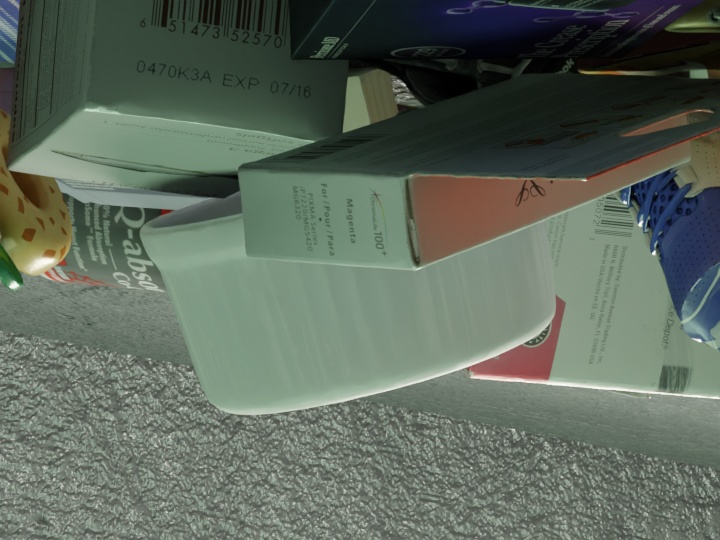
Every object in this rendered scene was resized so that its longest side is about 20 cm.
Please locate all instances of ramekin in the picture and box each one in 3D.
[{"bbox_3d":[0.000,0.000,1.242,0.199,0.098,0.200,-14,-174,2],"label":"ramekin"}]

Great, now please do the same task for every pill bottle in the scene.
[{"bbox_3d":[-0.114,-0.043,1.658,0.199,0.117,0.116,5,172,21],"label":"pill bottle"}]

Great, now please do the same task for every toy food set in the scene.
[{"bbox_3d":[-0.206,-0.083,1.257,0.048,0.201,0.198,-21,-178,5],"label":"toy food set"}]

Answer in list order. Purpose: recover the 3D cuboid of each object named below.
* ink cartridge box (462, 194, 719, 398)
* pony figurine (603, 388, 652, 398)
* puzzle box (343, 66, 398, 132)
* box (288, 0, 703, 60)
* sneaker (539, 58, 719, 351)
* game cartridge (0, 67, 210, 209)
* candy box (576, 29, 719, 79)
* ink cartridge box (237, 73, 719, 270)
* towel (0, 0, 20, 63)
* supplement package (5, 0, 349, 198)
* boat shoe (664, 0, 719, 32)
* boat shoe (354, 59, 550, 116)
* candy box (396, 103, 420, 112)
[{"bbox_3d":[0.155,-0.014,1.365,0.199,0.147,0.083,5,-161,-14],"label":"ink cartridge box"},{"bbox_3d":[0.130,-0.021,1.532,0.200,0.167,0.193,36,159,-25],"label":"pony figurine"},{"bbox_3d":[-0.044,-0.050,1.506,0.025,0.134,0.199,-25,-163,-39],"label":"puzzle box"},{"bbox_3d":[0.054,-0.130,0.924,0.140,0.079,0.200,1,174,-9],"label":"box"},{"bbox_3d":[0.136,-0.054,1.204,0.115,0.200,0.081,21,127,-13],"label":"sneaker"},{"bbox_3d":[-0.152,-0.076,1.500,0.199,0.042,0.133,6,157,47],"label":"game cartridge"},{"bbox_3d":[0.211,-0.098,1.144,0.199,0.056,0.115,13,171,-27],"label":"candy box"},{"bbox_3d":[0.079,-0.043,1.042,0.173,0.044,0.200,5,-162,40],"label":"ink cartridge box"},{"bbox_3d":[-0.142,-0.137,1.382,0.199,0.024,0.145,4,170,13],"label":"towel"},{"bbox_3d":[-0.085,-0.106,1.158,0.116,0.118,0.200,6,173,-16],"label":"supplement package"},{"bbox_3d":[0.212,-0.103,1.032,0.199,0.077,0.072,9,172,-9],"label":"boat shoe"},{"bbox_3d":[0.049,-0.102,1.237,0.073,0.068,0.199,4,172,28],"label":"boat shoe"},{"bbox_3d":[0.037,-0.043,1.467,0.199,0.103,0.026,14,-149,39],"label":"candy box"}]
